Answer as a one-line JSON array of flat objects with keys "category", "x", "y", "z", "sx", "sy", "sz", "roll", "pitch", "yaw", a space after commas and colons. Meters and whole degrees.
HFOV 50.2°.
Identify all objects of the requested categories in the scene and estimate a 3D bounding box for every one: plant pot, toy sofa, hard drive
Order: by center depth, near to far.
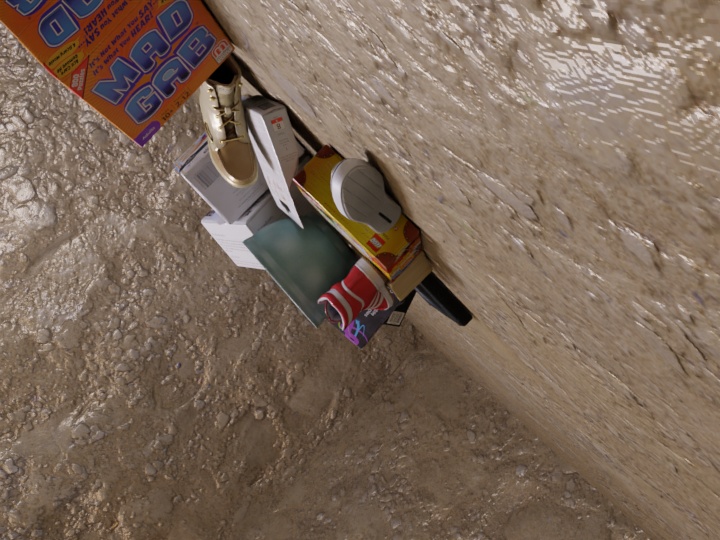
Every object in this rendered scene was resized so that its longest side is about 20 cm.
[{"category": "toy sofa", "x": 0.027, "y": -0.048, "z": 1.353, "sx": 0.200, "sy": 0.083, "sz": 0.098, "roll": 42, "pitch": 172, "yaw": 39}, {"category": "plant pot", "x": -0.094, "y": -0.018, "z": 1.355, "sx": 0.200, "sy": 0.134, "sz": 0.200, "roll": 48, "pitch": 174, "yaw": 7}, {"category": "hard drive", "x": 0.138, "y": 0.037, "z": 1.547, "sx": 0.140, "sy": 0.033, "sz": 0.200, "roll": 45, "pitch": 178, "yaw": -17}]

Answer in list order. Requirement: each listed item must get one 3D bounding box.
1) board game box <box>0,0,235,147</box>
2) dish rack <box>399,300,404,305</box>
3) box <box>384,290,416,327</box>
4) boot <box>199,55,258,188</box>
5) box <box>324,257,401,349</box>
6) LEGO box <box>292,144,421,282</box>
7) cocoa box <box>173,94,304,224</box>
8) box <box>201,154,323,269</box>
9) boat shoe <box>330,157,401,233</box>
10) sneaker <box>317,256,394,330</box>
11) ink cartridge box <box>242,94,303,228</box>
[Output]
[{"category": "board game box", "x": -0.335, "y": -0.334, "z": 1.040, "sx": 0.200, "sy": 0.200, "sz": 0.200, "roll": 43, "pitch": 178, "yaw": 19}, {"category": "dish rack", "x": 0.000, "y": 0.000, "z": 1.510, "sx": 0.201, "sy": 0.153, "sz": 0.055, "roll": 59, "pitch": -159, "yaw": -4}, {"category": "box", "x": 0.018, "y": 0.031, "z": 1.896, "sx": 0.148, "sy": 0.125, "sz": 0.200, "roll": 13, "pitch": -160, "yaw": -41}, {"category": "boot", "x": -0.212, "y": -0.247, "z": 1.233, "sx": 0.156, "sy": 0.072, "sz": 0.202, "roll": 121, "pitch": 134, "yaw": -69}, {"category": "box", "x": -0.029, "y": 0.035, "z": 1.480, "sx": 0.200, "sy": 0.143, "sz": 0.036, "roll": 40, "pitch": -163, "yaw": 2}, {"category": "LEGO box", "x": 0.000, "y": -0.086, "z": 1.202, "sx": 0.200, "sy": 0.077, "sz": 0.149, "roll": 44, "pitch": 177, "yaw": 11}, {"category": "cocoa box", "x": -0.232, "y": -0.213, "z": 1.453, "sx": 0.133, "sy": 0.200, "sz": 0.131, "roll": 47, "pitch": 176, "yaw": -29}, {"category": "box", "x": -0.178, "y": -0.115, "z": 1.538, "sx": 0.198, "sy": 0.200, "sz": 0.131, "roll": 7, "pitch": 141, "yaw": 53}, {"category": "boat shoe", "x": -0.004, "y": -0.103, "z": 1.031, "sx": 0.062, "sy": 0.072, "sz": 0.200, "roll": 40, "pitch": 179, "yaw": 23}, {"category": "sneaker", "x": -0.007, "y": 0.052, "z": 1.304, "sx": 0.071, "sy": 0.112, "sz": 0.200, "roll": 44, "pitch": 174, "yaw": 20}, {"category": "ink cartridge box", "x": -0.133, "y": -0.185, "z": 1.285, "sx": 0.162, "sy": 0.050, "sz": 0.201, "roll": 40, "pitch": 154, "yaw": 62}]
